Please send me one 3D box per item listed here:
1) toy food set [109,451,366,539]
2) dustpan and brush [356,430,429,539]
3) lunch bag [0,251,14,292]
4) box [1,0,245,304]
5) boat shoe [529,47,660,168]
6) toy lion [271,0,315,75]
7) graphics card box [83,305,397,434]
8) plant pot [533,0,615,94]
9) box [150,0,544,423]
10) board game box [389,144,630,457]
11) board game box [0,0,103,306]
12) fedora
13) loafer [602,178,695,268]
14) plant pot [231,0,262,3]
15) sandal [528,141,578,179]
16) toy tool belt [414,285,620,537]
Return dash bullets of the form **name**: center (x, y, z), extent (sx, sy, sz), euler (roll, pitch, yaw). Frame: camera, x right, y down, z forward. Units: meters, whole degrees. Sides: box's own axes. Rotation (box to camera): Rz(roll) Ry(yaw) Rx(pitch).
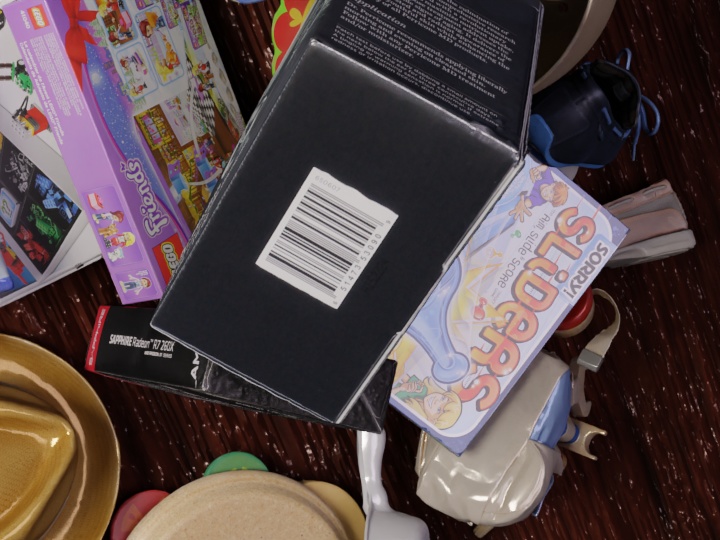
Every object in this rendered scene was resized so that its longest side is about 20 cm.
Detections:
- **toy food set**: center (-0.091, 0.228, 1.060), extent (0.198, 0.049, 0.200), euler (21, 85, -28)
- **dustpan and brush**: center (0.018, 0.192, 1.084), extent (0.057, 0.140, 0.200), euler (5, 88, 9)
- **lunch bag**: center (-0.331, -0.025, 0.868), extent (0.200, 0.124, 0.170), euler (-31, 110, -30)
- **box**: center (-0.135, -0.097, 0.978), extent (0.137, 0.039, 0.200), euler (-39, 114, -51)
- **boat shoe**: center (0.176, -0.112, 1.098), extent (0.069, 0.200, 0.084), euler (-36, 92, 23)
- **toy lion**: center (0.027, -0.163, 0.998), extent (0.069, 0.192, 0.200), euler (-7, 127, -51)
- **graphics card box**: center (-0.081, 0.060, 0.963), extent (0.125, 0.200, 0.051), euler (17, 83, -28)
- **plant pot**: center (0.100, -0.211, 1.057), extent (0.134, 0.200, 0.201), euler (-11, 101, -56)
- **box**: center (-0.002, -0.062, 0.845), extent (0.124, 0.197, 0.200), euler (29, 122, -7)
- **board game box**: center (0.074, 0.009, 1.059), extent (0.135, 0.034, 0.200), euler (38, 86, -12)
- **board game box**: center (-0.219, -0.093, 0.968), extent (0.126, 0.035, 0.200), euler (-28, 107, -24)
- **fedora**: center (-0.236, 0.126, 0.932), extent (0.200, 0.082, 0.201), euler (5, 78, -24)
- **loafer**: center (0.170, -0.030, 1.170), extent (0.200, 0.072, 0.063), euler (-8, 82, -34)
- **plant pot**: center (-0.073, -0.273, 0.910), extent (0.200, 0.200, 0.180), euler (35, 101, -10)
- **sandal**: center (0.069, -0.076, 1.112), extent (0.202, 0.082, 0.050), euler (-9, 55, -25)
- **toy tool belt**: center (0.121, 0.102, 1.138), extent (0.200, 0.125, 0.123), euler (-62, 158, -7)
